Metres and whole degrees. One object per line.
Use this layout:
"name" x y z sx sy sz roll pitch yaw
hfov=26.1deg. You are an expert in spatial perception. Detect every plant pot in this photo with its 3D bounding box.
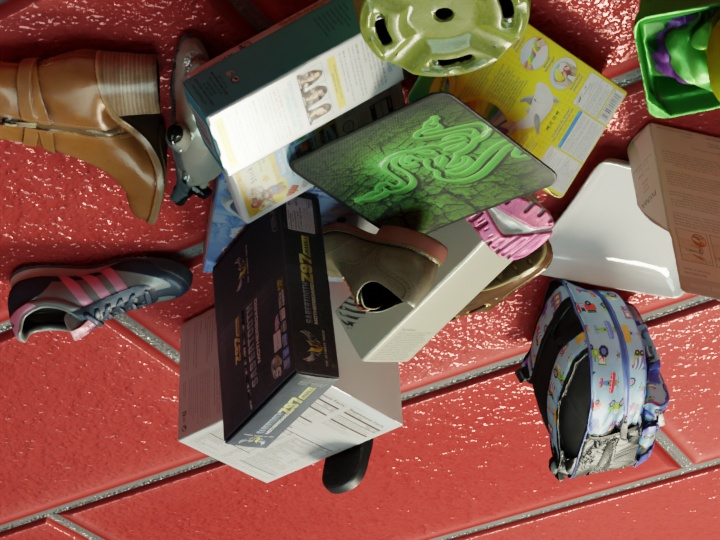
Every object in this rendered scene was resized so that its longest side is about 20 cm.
"plant pot" 0.057 -0.253 1.141 0.199 0.191 0.201 -2 146 -2

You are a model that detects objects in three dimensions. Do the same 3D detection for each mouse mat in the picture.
"mouse mat" 0.054 -0.087 1.377 0.161 0.008 0.199 32 142 -34

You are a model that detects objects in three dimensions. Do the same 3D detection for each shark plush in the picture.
"shark plush" -0.146 -0.127 1.424 0.090 0.084 0.200 -27 157 -14

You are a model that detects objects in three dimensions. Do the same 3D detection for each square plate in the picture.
"square plate" 0.291 -0.046 1.607 0.199 0.029 0.198 10 145 -18

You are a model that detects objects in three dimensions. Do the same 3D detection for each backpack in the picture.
"backpack" 0.260 0.104 1.705 0.134 0.183 0.201 -7 137 -9

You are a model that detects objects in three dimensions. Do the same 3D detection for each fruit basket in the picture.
"fruit basket" 0.327 -0.179 1.260 0.214 0.217 0.156 -10 145 11

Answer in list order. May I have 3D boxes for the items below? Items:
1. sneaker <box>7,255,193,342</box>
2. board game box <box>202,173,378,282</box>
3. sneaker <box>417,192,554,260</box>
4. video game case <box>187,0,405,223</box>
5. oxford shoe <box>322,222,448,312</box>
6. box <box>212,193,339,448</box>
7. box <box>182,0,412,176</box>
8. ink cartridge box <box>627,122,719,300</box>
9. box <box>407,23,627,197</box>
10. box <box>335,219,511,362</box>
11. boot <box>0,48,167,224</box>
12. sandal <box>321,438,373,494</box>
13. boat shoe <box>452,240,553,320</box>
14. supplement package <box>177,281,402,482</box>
"sneaker" -0.275 0.037 1.644 0.199 0.082 0.070 -7 146 6
"board game box" -0.050 -0.060 1.550 0.199 0.044 0.199 4 147 -9
"sneaker" 0.099 -0.096 1.467 0.081 0.088 0.200 -36 125 14
"video game case" -0.048 -0.147 1.369 0.181 0.023 0.200 -30 147 -10
"oxford shoe" 0.000 0.000 1.483 0.070 0.075 0.200 28 165 -28
"box" -0.086 0.048 1.489 0.051 0.201 0.158 10 146 -27
"box" -0.044 -0.163 1.285 0.199 0.049 0.082 -30 147 -10
"ink cartridge box" 0.345 -0.038 1.467 0.160 0.201 0.050 11 145 -18
"box" 0.131 -0.157 1.365 0.199 0.048 0.118 27 98 -38
"box" 0.070 0.009 1.585 0.082 0.069 0.200 5 137 -50
"boot" -0.256 -0.118 1.417 0.154 0.077 0.201 -2 143 -3
"sandal" 0.001 0.171 1.757 0.075 0.201 0.045 -20 133 36
"boat shoe" 0.127 0.006 1.642 0.199 0.072 0.067 -25 146 38
"supplement package" -0.079 0.114 1.708 0.199 0.153 0.150 -26 140 31
